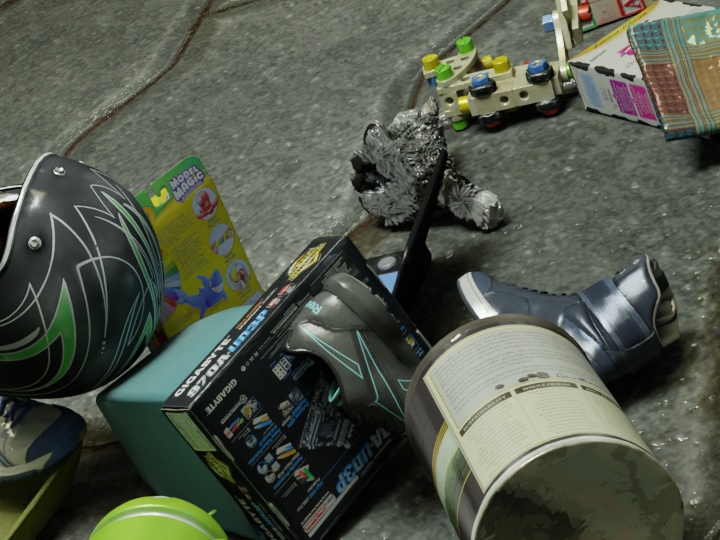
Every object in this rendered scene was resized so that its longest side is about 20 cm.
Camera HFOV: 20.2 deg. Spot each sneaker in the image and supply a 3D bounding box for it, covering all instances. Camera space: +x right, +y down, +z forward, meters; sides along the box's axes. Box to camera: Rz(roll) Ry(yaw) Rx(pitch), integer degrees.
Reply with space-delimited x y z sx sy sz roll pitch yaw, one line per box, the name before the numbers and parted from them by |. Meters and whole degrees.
sneaker | 0.024 0.097 1.534 0.079 0.200 0.075 -44 1 -16
sneaker | 0.171 0.031 1.627 0.146 0.077 0.202 -36 36 0
sneaker | -0.331 0.129 1.756 0.200 0.088 0.075 -5 30 32

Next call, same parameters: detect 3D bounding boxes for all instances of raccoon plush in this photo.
raccoon plush | 0.086 -0.094 1.992 0.200 0.097 0.134 33 40 26

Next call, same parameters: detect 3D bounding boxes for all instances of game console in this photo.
game console | 0.000 0.000 1.802 0.176 0.116 0.200 -12 27 21

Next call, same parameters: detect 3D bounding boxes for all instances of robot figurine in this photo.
robot figurine | -0.154 0.244 1.464 0.175 0.116 0.200 -18 26 16

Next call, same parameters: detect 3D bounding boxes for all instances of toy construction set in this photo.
toy construction set | 0.159 -0.212 2.117 0.200 0.092 0.131 -25 23 22

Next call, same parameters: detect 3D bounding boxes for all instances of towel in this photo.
towel | 0.361 -0.193 1.869 0.200 0.022 0.147 -11 53 -4

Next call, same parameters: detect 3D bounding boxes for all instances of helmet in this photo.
helmet | -0.257 0.007 1.682 0.191 0.200 0.200 -18 26 22

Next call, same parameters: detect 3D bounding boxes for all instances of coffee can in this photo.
coffee can | 0.123 0.136 1.404 0.146 0.146 0.200 -24 26 -2

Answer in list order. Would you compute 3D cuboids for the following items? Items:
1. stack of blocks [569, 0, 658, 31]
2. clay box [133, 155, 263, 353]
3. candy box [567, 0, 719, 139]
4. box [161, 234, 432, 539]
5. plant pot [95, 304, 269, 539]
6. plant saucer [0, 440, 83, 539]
stack of blocks | 0.277 -0.347 2.297 0.115 0.059 0.200 -19 26 8
clay box | -0.160 0.004 1.831 0.048 0.200 0.115 8 39 48
candy box | 0.319 -0.202 1.984 0.136 0.061 0.200 -35 27 -21
box | -0.037 0.094 1.569 0.200 0.159 0.046 -49 24 -26
plant pot | -0.119 0.119 1.661 0.141 0.141 0.200 -39 19 -29
plant saucer | -0.351 0.228 1.738 0.200 0.048 0.200 -8 30 30
